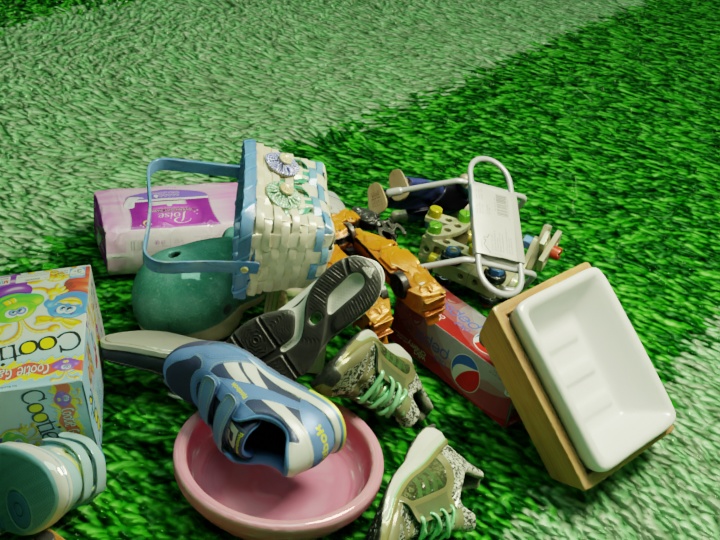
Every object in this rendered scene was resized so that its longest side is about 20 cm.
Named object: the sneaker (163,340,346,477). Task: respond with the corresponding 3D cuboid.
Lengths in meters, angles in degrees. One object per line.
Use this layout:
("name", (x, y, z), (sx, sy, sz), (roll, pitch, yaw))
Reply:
("sneaker", (-0.114, 0.129, 1.010), (0.200, 0.074, 0.082), (22, 36, 24))

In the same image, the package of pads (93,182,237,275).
("package of pads", (-0.237, -0.055, 1.377), (0.200, 0.076, 0.121), (-5, 33, -19))

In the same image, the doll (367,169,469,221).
("doll", (0.093, -0.097, 1.495), (0.200, 0.136, 0.048), (5, 63, -49))

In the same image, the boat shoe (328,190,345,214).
("boat shoe", (-0.064, -0.060, 1.397), (0.086, 0.075, 0.202), (48, 16, 21))

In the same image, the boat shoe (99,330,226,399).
("boat shoe", (-0.177, 0.104, 1.138), (0.200, 0.062, 0.075), (7, 17, -13))

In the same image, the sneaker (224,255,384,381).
("sneaker", (-0.052, 0.058, 1.104), (0.076, 0.200, 0.115), (54, 10, 4))

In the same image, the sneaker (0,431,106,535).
("sneaker", (-0.259, 0.173, 0.922), (0.131, 0.080, 0.200), (-16, -3, -43))

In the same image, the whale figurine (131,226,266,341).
("whale figurine", (-0.179, 0.000, 1.240), (0.159, 0.104, 0.200), (12, 44, 31))

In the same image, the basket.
("basket", (-0.133, -0.060, 1.161), (0.200, 0.139, 0.176), (-1, 44, -9))

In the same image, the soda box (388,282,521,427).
("soda box", (0.123, 0.093, 1.227), (0.070, 0.063, 0.200), (-16, 38, -36))

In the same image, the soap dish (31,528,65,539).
("soap dish", (-0.254, 0.292, 0.799), (0.157, 0.081, 0.200), (26, 37, 27))

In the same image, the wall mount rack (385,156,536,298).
("wall mount rack", (0.124, -0.046, 1.299), (0.174, 0.075, 0.200), (11, 56, -20))

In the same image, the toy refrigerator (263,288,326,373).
("toy refrigerator", (-0.073, 0.033, 1.276), (0.076, 0.070, 0.200), (7, 32, -2))

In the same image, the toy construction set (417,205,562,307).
("toy construction set", (0.161, -0.021, 1.408), (0.200, 0.092, 0.131), (11, 29, 27))

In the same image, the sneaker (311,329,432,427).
("sneaker", (0.025, 0.118, 1.088), (0.089, 0.077, 0.200), (43, 12, 23))

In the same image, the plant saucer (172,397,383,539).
("plant saucer", (-0.079, 0.192, 1.032), (0.200, 0.051, 0.201), (6, 32, -4))

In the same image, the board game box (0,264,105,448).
("board game box", (-0.317, 0.095, 1.075), (0.103, 0.105, 0.200), (-7, 33, -7))

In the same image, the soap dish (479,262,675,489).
("soap dish", (0.223, 0.108, 1.113), (0.157, 0.081, 0.200), (-22, 84, -38))

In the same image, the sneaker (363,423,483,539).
("sneaker", (0.065, 0.223, 0.999), (0.089, 0.077, 0.200), (24, 36, 10))

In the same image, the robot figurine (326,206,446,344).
("robot figurine", (0.000, 0.000, 1.225), (0.145, 0.058, 0.200), (-22, 44, -24))
